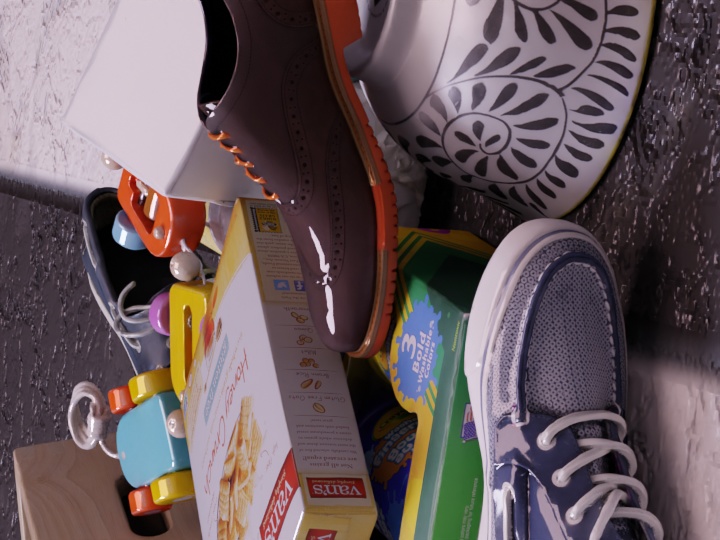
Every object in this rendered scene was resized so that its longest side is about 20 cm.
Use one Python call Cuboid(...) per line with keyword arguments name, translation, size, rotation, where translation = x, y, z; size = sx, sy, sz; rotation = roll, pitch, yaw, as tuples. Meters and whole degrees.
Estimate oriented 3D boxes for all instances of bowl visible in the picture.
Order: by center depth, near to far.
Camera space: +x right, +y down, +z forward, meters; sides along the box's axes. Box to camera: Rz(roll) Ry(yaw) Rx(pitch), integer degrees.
Cuboid(name="bowl", translation=(0.043, -0.123, 1.147), size=(0.201, 0.094, 0.202), rotation=(-177, 90, -68))

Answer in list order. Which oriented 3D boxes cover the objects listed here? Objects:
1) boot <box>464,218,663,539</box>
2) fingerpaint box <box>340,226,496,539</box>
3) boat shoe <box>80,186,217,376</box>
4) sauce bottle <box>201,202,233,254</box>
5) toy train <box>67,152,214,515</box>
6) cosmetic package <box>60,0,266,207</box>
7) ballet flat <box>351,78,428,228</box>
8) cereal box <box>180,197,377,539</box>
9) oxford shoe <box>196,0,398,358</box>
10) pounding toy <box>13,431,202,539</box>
Cuboid(name="boot", translation=(0.091, 0.084, 1.041), size=(0.090, 0.073, 0.201), rotation=(19, 112, 60))
Cuboid(name="fingerpaint box", translation=(0.031, 0.095, 1.169), size=(0.167, 0.073, 0.201), rotation=(-143, 59, -66))
Cuboid(name="boat shoe", translation=(-0.102, 0.024, 1.487), size=(0.200, 0.075, 0.062), rotation=(57, 168, 43))
Cuboid(name="sauce bottle", translation=(-0.055, -0.032, 1.428), size=(0.200, 0.064, 0.065), rotation=(-148, 64, -66))
Cuboid(name="toy train", translation=(-0.096, 0.030, 1.396), size=(0.150, 0.055, 0.201), rotation=(50, 136, 43))
Cuboid(name="cosmetic package", translation=(-0.043, -0.133, 1.239), size=(0.081, 0.113, 0.200), rotation=(37, 105, 28))
Cuboid(name="ballet flat", translation=(0.000, 0.000, 1.288), size=(0.072, 0.071, 0.200), rotation=(-108, 23, -44))
Cuboid(name="cereal box", translation=(-0.041, 0.085, 1.207), size=(0.200, 0.039, 0.144), rotation=(-104, 24, -47))
Cuboid(name="oxford shoe", translation=(-0.034, -0.055, 1.125), size=(0.071, 0.072, 0.201), rotation=(-170, 67, -67))
Cuboid(name="pounding toy", translation=(-0.114, 0.171, 1.490), size=(0.200, 0.142, 0.185), rotation=(-118, 23, -58))
